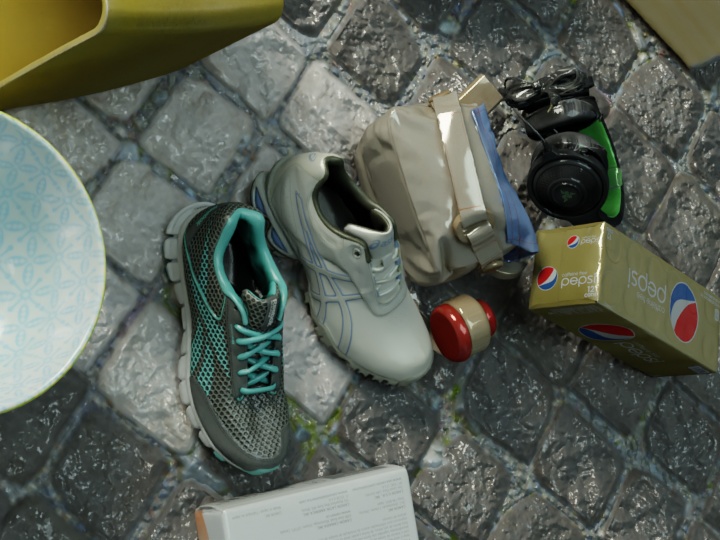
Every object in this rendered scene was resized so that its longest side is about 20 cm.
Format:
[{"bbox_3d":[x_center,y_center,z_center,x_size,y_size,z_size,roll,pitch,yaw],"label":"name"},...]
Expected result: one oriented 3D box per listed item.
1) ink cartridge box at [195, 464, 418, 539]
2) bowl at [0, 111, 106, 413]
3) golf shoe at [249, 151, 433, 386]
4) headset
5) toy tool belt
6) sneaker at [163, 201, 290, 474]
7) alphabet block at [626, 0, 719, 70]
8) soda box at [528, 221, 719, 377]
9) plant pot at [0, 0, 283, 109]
[{"bbox_3d":[-0.026,0.253,1.182,0.161,0.050,0.201,-8,92,-33],"label":"ink cartridge box"},{"bbox_3d":[-0.273,0.000,1.043,0.199,0.108,0.202,7,76,-30],"label":"bowl"},{"bbox_3d":[0.000,0.000,1.217,0.078,0.097,0.200,-45,104,-32],"label":"golf shoe"},{"bbox_3d":[0.175,-0.108,1.320,0.200,0.094,0.124,30,49,-53],"label":"headset"},{"bbox_3d":[0.088,-0.043,1.267,0.122,0.125,0.201,-21,91,-24],"label":"toy tool belt"},{"bbox_3d":[-0.085,0.044,1.158,0.077,0.091,0.201,-12,86,-32],"label":"sneaker"},{"bbox_3d":[0.322,-0.329,1.433,0.200,0.195,0.197,43,59,-17],"label":"alphabet block"},{"bbox_3d":[0.216,0.026,1.324,0.200,0.064,0.068,28,64,-47],"label":"soda box"},{"bbox_3d":[-0.167,-0.223,1.121,0.176,0.199,0.201,-1,79,-43],"label":"plant pot"}]
